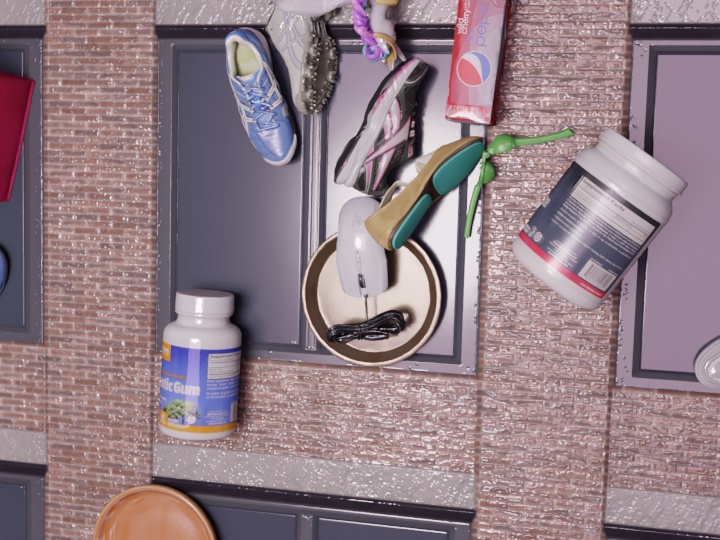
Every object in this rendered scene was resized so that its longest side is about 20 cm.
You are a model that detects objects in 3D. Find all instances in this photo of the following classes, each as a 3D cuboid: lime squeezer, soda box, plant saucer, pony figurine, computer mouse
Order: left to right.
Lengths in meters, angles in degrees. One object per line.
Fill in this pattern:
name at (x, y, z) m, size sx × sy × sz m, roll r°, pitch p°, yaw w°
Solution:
plant saucer at (-0.303, 0.415, 1.628) m, size 0.200 × 0.037 × 0.200 m, roll 1°, pitch 95°, yaw 14°
computer mouse at (0.000, 0.000, 1.478) m, size 0.110 × 0.044 × 0.200 m, roll -4°, pitch 94°, yaw 15°
pony figurine at (0.002, -0.376, 1.398) m, size 0.166 × 0.193 × 0.200 m, roll 1°, pitch 80°, yaw 45°
plant saucer at (0.016, 0.034, 1.514) m, size 0.200 × 0.029 × 0.200 m, roll 1°, pitch 96°, yaw 15°
soda box at (0.156, -0.292, 1.425) m, size 0.063 × 0.070 × 0.200 m, roll 9°, pitch 97°, yaw 13°
lime squeezer at (0.187, -0.136, 1.458) m, size 0.071 × 0.038 × 0.200 m, roll 38°, pitch 104°, yaw -25°

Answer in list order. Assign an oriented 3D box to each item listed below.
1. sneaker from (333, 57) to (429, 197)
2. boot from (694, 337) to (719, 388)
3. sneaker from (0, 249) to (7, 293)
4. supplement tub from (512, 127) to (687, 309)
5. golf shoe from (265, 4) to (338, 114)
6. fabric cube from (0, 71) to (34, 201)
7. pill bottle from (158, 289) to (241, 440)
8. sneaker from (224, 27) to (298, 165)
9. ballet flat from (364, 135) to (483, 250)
sneaker at (0.044, -0.190, 1.473) m, size 0.086 × 0.080 × 0.200 m, roll 28°, pitch 101°, yaw -14°
boot at (0.519, 0.107, 1.360) m, size 0.200 × 0.096 × 0.074 m, roll -19°, pitch 90°, yaw 15°
sneaker at (-0.611, 0.041, 1.646) m, size 0.074 × 0.082 × 0.200 m, roll 43°, pitch 102°, yaw 8°
supplement tub at (0.301, -0.065, 1.375) m, size 0.140 × 0.140 × 0.200 m, roll 38°, pitch 103°, yaw 8°
golf shoe at (-0.085, -0.312, 1.495) m, size 0.097 × 0.078 × 0.200 m, roll 4°, pitch 91°, yaw 31°
fabric cube at (-0.623, -0.213, 1.564) m, size 0.200 × 0.199 × 0.196 m, roll 16°, pitch 100°, yaw 12°
pill bottle at (-0.226, 0.130, 1.542) m, size 0.112 × 0.112 × 0.200 m, roll 5°, pitch 97°, yaw 14°
sneaker at (-0.145, -0.239, 1.503) m, size 0.076 × 0.077 × 0.200 m, roll -20°, pitch 92°, yaw 13°
ballet flat at (0.081, -0.115, 1.444) m, size 0.063 × 0.069 × 0.200 m, roll 35°, pitch 75°, yaw 28°
